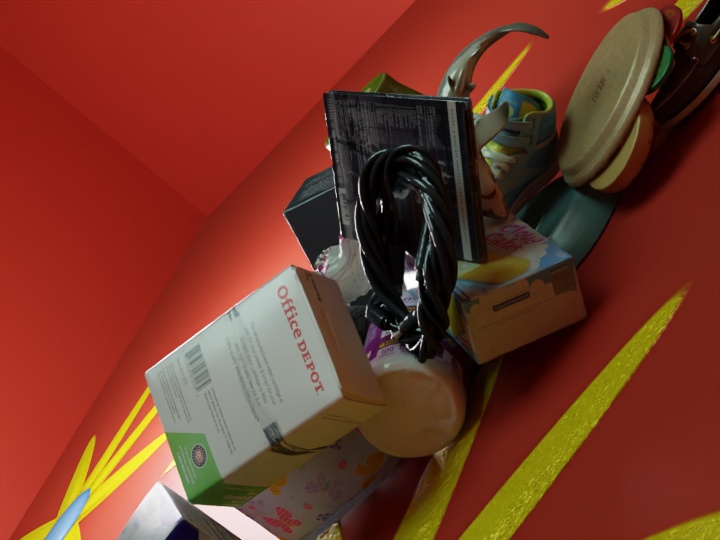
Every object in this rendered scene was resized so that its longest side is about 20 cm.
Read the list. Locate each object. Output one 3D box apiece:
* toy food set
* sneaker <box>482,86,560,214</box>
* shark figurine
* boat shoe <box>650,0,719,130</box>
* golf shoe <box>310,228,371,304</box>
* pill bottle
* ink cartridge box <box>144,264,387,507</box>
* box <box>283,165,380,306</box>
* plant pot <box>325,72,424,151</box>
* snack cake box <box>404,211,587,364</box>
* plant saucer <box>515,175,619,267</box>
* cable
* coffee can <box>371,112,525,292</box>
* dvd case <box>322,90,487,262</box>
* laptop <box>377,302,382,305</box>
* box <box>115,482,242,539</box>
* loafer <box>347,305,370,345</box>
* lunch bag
[{"bbox_3d":[0.259,-0.173,1.448,0.200,0.048,0.200,-164,96,-81],"label":"toy food set"},{"bbox_3d":[0.134,-0.114,1.494,0.200,0.079,0.131,-46,-32,-28],"label":"sneaker"},{"bbox_3d":[0.102,-0.161,1.432,0.090,0.126,0.217,118,165,-76],"label":"shark figurine"},{"bbox_3d":[0.347,-0.232,1.439,0.201,0.059,0.072,-51,13,1],"label":"boat shoe"},{"bbox_3d":[0.000,0.000,1.533,0.201,0.091,0.076,-57,14,37],"label":"golf shoe"},{"bbox_3d":[0.057,0.089,1.454,0.112,0.112,0.201,-45,14,25],"label":"pill bottle"},{"bbox_3d":[-0.091,0.112,1.370,0.199,0.084,0.147,-35,62,22],"label":"ink cartridge box"},{"bbox_3d":[-0.005,-0.050,1.777,0.106,0.150,0.200,-25,11,11],"label":"box"},{"bbox_3d":[0.061,-0.159,1.963,0.201,0.192,0.201,-48,13,15],"label":"plant pot"},{"bbox_3d":[0.118,0.005,1.375,0.114,0.068,0.200,-23,24,-10],"label":"snack cake box"},{"bbox_3d":[0.189,-0.034,1.509,0.200,0.036,0.200,-48,12,14],"label":"plant saucer"},{"bbox_3d":[0.041,-0.017,1.316,0.164,0.050,0.202,-124,34,-53],"label":"cable"},{"bbox_3d":[0.102,-0.060,1.641,0.146,0.146,0.201,-35,19,51],"label":"coffee can"},{"bbox_3d":[0.040,-0.093,1.373,0.016,0.151,0.199,-19,20,-37],"label":"dvd case"},{"bbox_3d":[0.019,0.062,1.914,0.198,0.116,0.188,3,50,40],"label":"laptop"},{"bbox_3d":[-0.123,0.300,1.293,0.105,0.199,0.184,-54,12,-8],"label":"box"},{"bbox_3d":[-0.005,0.089,1.568,0.200,0.069,0.076,49,-134,-65],"label":"loafer"},{"bbox_3d":[-0.062,0.173,1.514,0.200,0.169,0.128,-43,19,37],"label":"lunch bag"}]
